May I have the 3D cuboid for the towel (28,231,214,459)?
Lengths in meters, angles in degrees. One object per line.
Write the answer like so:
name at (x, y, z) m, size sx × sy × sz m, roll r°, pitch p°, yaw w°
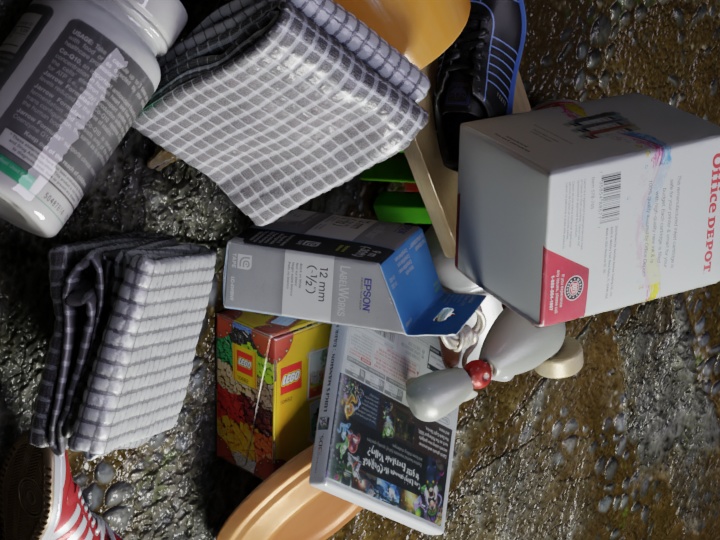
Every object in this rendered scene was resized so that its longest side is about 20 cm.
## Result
towel at (-0.192, 0.055, 1.325) m, size 0.200 × 0.085 × 0.166 m, roll -16°, pitch 122°, yaw -77°

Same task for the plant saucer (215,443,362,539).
plant saucer at (-0.046, 0.219, 1.572) m, size 0.200 × 0.037 × 0.200 m, roll -34°, pitch 158°, yaw -15°

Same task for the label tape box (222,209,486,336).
label tape box at (0.000, 0.000, 1.429) m, size 0.143 × 0.200 × 0.066 m, roll -41°, pitch 136°, yaw -69°

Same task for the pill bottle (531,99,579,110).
pill bottle at (0.216, -0.093, 1.678) m, size 0.112 × 0.200 × 0.113 m, roll -2°, pitch 113°, yaw -4°

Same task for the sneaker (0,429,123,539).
sneaker at (-0.238, 0.209, 1.402) m, size 0.112 × 0.071 × 0.200 m, roll -16°, pitch 124°, yaw -40°

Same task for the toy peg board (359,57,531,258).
toy peg board at (0.066, -0.152, 1.596) m, size 0.199 × 0.098 × 0.200 m, roll -60°, pitch 141°, yaw -36°

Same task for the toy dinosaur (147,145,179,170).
toy dinosaur at (-0.099, -0.153, 1.419) m, size 0.200 × 0.058 × 0.101 m, roll -59°, pitch 138°, yaw -12°

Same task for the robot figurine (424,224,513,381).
robot figurine at (0.122, 0.018, 1.694) m, size 0.170 × 0.113 × 0.200 m, roll -55°, pitch 141°, yaw -43°

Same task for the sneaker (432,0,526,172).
sneaker at (0.103, -0.184, 1.491) m, size 0.078 × 0.070 × 0.200 m, roll -28°, pitch 119°, yaw -63°

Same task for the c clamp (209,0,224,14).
c clamp at (-0.037, -0.226, 1.443) m, size 0.200 × 0.027 × 0.171 m, roll 33°, pitch 62°, yaw -32°

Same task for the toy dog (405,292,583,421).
toy dog at (0.116, 0.069, 1.573) m, size 0.200 × 0.096 × 0.132 m, roll -4°, pitch 108°, yaw -35°

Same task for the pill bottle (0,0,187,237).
pill bottle at (-0.221, -0.135, 1.245) m, size 0.200 × 0.113 × 0.113 m, roll -58°, pitch 139°, yaw -13°

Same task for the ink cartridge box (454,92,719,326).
ink cartridge box at (0.205, -0.059, 1.471) m, size 0.200 × 0.145 × 0.145 m, roll -12°, pitch 116°, yaw -26°

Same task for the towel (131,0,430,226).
towel at (-0.068, -0.129, 1.307) m, size 0.166 × 0.200 × 0.086 m, roll 32°, pitch 48°, yaw -34°

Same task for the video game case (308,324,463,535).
video game case at (0.028, 0.133, 1.540) m, size 0.200 × 0.023 × 0.182 m, roll 32°, pitch 60°, yaw -50°

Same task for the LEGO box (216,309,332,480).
LEGO box at (-0.037, 0.092, 1.574) m, size 0.200 × 0.077 × 0.149 m, roll -18°, pitch 119°, yaw -43°

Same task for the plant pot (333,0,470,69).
plant pot at (-0.007, -0.255, 1.343) m, size 0.200 × 0.200 × 0.183 m, roll -51°, pitch 125°, yaw -21°
